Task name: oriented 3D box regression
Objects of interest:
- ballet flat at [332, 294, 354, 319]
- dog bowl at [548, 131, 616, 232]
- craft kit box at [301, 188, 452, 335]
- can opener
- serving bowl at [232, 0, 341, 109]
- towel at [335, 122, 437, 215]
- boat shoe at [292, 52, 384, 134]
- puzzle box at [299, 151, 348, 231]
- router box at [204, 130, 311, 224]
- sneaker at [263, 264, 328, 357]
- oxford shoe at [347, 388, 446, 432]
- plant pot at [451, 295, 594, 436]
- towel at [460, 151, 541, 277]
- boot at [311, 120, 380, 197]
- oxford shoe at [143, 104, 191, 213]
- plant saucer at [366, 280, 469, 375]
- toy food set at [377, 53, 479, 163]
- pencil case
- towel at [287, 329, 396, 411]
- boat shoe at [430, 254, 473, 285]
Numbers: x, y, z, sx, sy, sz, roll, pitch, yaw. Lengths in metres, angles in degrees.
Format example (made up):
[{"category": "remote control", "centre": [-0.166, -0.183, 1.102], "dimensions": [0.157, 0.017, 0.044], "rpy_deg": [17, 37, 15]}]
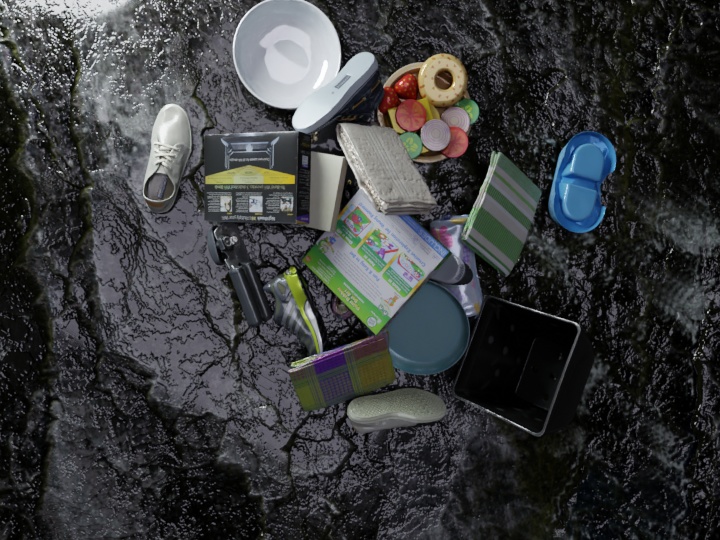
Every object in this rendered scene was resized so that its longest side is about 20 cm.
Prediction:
[{"category": "ballet flat", "centre": [0.000, 0.000, 1.214], "dimensions": [0.068, 0.071, 0.202], "rpy_deg": [22, 88, -5]}, {"category": "dog bowl", "centre": [0.440, -0.175, 1.284], "dimensions": [0.110, 0.050, 0.202], "rpy_deg": [13, 89, -8]}, {"category": "craft kit box", "centre": [0.027, -0.024, 1.143], "dimensions": [0.200, 0.048, 0.198], "rpy_deg": [44, 101, 12]}, {"category": "can opener", "centre": [-0.230, 0.008, 1.200], "dimensions": [0.053, 0.066, 0.202], "rpy_deg": [-28, 102, -46]}, {"category": "serving bowl", "centre": [-0.137, -0.396, 1.191], "dimensions": [0.197, 0.066, 0.203], "rpy_deg": [0, 92, -8]}, {"category": "towel", "centre": [0.045, -0.178, 1.126], "dimensions": [0.131, 0.035, 0.201], "rpy_deg": [-3, 58, -37]}, {"category": "boat shoe", "centre": [-0.032, -0.298, 1.166], "dimensions": [0.200, 0.091, 0.071], "rpy_deg": [-45, 53, -11]}, {"category": "puzzle box", "centre": [-0.124, -0.155, 1.161], "dimensions": [0.198, 0.025, 0.135], "rpy_deg": [15, 99, 23]}, {"category": "router box", "centre": [-0.186, -0.164, 1.145], "dimensions": [0.198, 0.052, 0.159], "rpy_deg": [4, 94, 23]}, {"category": "sneaker", "centre": [-0.118, 0.095, 1.208], "dimensions": [0.080, 0.074, 0.202], "rpy_deg": [-21, 91, 7]}, {"category": "oxford shoe", "centre": [0.068, 0.273, 1.231], "dimensions": [0.198, 0.076, 0.058], "rpy_deg": [-3, 130, -16]}, {"category": "plant pot", "centre": [0.322, 0.186, 1.193], "dimensions": [0.177, 0.199, 0.202], "rpy_deg": [24, 87, -46]}, {"category": "towel", "centre": [0.273, -0.108, 1.229], "dimensions": [0.152, 0.023, 0.202], "rpy_deg": [34, 69, -30]}, {"category": "boot", "centre": [-0.044, -0.194, 1.203], "dimensions": [0.149, 0.073, 0.203], "rpy_deg": [9, 86, -9]}, {"category": "oxford shoe", "centre": [-0.354, -0.206, 1.169], "dimensions": [0.074, 0.058, 0.203], "rpy_deg": [11, 88, -5]}, {"category": "plant saucer", "centre": [0.110, 0.104, 1.214], "dimensions": [0.198, 0.027, 0.202], "rpy_deg": [6, 113, 15]}, {"category": "toy food set", "centre": [0.131, -0.306, 1.239], "dimensions": [0.198, 0.049, 0.200], "rpy_deg": [-19, 94, -8]}, {"category": "pencil case", "centre": [0.187, -0.008, 1.233], "dimensions": [0.090, 0.083, 0.203], "rpy_deg": [-6, 93, 18]}, {"category": "towel", "centre": [-0.028, 0.192, 1.204], "dimensions": [0.198, 0.023, 0.145], "rpy_deg": [-20, 131, -7]}, {"category": "boat shoe", "centre": [0.123, -0.015, 1.191], "dimensions": [0.056, 0.199, 0.069], "rpy_deg": [22, 93, -44]}]
